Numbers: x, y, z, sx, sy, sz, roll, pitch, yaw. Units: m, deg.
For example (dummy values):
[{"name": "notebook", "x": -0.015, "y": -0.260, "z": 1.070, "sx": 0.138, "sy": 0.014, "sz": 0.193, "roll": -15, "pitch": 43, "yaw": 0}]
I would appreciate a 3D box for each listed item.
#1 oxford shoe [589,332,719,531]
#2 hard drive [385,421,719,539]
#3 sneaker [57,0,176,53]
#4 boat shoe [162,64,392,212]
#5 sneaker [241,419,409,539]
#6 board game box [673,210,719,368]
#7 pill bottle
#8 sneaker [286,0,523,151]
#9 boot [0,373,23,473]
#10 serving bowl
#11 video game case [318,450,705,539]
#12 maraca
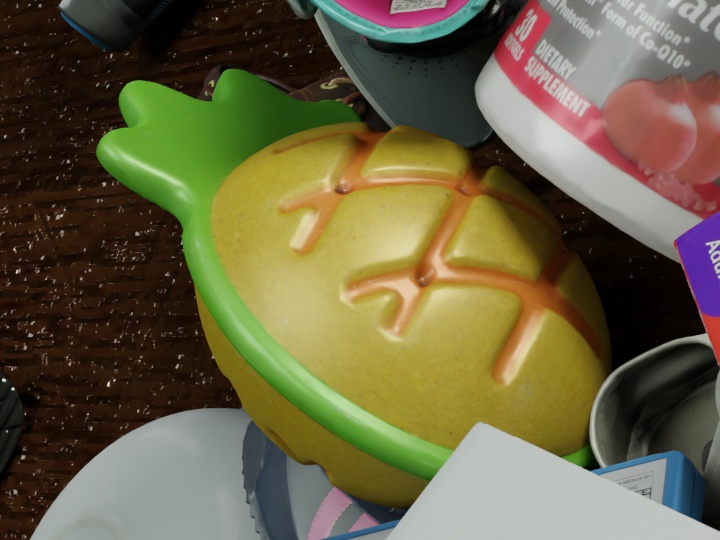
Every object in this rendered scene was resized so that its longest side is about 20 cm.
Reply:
[{"name": "oxford shoe", "x": 0.141, "y": 0.030, "z": 0.769, "sx": 0.200, "sy": 0.058, "sz": 0.075, "roll": -27, "pitch": 49, "yaw": 42}, {"name": "hard drive", "x": 0.015, "y": 0.141, "z": 0.719, "sx": 0.200, "sy": 0.027, "sz": 0.132, "roll": -52, "pitch": 36, "yaw": -12}, {"name": "sneaker", "x": -0.108, "y": -0.188, "z": 1.239, "sx": 0.082, "sy": 0.073, "sz": 0.200, "roll": -32, "pitch": 51, "yaw": 18}, {"name": "boat shoe", "x": -0.015, "y": -0.042, "z": 1.010, "sx": 0.200, "sy": 0.070, "sz": 0.071, "roll": 16, "pitch": 88, "yaw": 56}, {"name": "sneaker", "x": 0.025, "y": 0.099, "z": 0.880, "sx": 0.082, "sy": 0.070, "sz": 0.200, "roll": -55, "pitch": 44, "yaw": 28}, {"name": "board game box", "x": 0.191, "y": 0.007, "z": 0.675, "sx": 0.200, "sy": 0.046, "sz": 0.152, "roll": -33, "pitch": 49, "yaw": 20}, {"name": "pill bottle", "x": 0.130, "y": -0.105, "z": 0.812, "sx": 0.200, "sy": 0.110, "sz": 0.111, "roll": -58, "pitch": 35, "yaw": 15}, {"name": "sneaker", "x": 0.018, "y": -0.096, "z": 0.857, "sx": 0.083, "sy": 0.200, "sz": 0.121, "roll": -16, "pitch": 37, "yaw": 6}, {"name": "boot", "x": -0.229, "y": 0.109, "z": 1.237, "sx": 0.200, "sy": 0.068, "sz": 0.131, "roll": -58, "pitch": 30, "yaw": 0}, {"name": "serving bowl", "x": -0.084, "y": 0.141, "z": 1.007, "sx": 0.200, "sy": 0.066, "sz": 0.201, "roll": -31, "pitch": 48, "yaw": 41}, {"name": "video game case", "x": 0.022, "y": 0.148, "z": 0.744, "sx": 0.143, "sy": 0.018, "sz": 0.200, "roll": -17, "pitch": 42, "yaw": 30}, {"name": "maraca", "x": 0.000, "y": 0.000, "z": 0.863, "sx": 0.200, "sy": 0.137, "sz": 0.107, "roll": 46, "pitch": 123, "yaw": 28}]
